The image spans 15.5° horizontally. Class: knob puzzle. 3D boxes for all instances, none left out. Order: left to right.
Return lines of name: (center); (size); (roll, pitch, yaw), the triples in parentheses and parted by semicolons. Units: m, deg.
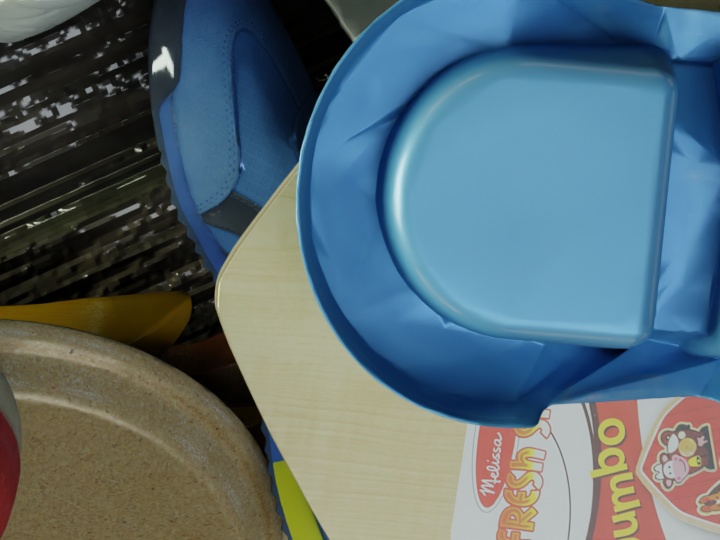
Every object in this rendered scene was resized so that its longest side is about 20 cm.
knob puzzle: (0.060, 0.015, 0.703); (0.218, 0.030, 0.221); (-1, 98, -6)

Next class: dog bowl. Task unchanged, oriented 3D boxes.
dog bowl: (0.081, -0.016, 0.661); (0.199, 0.050, 0.112); (5, 96, -7)

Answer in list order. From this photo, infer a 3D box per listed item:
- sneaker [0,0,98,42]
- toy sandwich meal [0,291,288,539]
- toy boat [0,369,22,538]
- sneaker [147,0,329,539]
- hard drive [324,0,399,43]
sneaker: (-0.026, -0.127, 0.703); (0.199, 0.072, 0.073); (-24, 103, -10)
toy sandwich meal: (-0.110, 0.072, 0.817); (0.204, 0.070, 0.206); (-4, 131, -5)
toy boat: (-0.168, 0.094, 0.694); (0.130, 0.131, 0.200); (17, 126, -16)
sneaker: (0.000, 0.000, 0.763); (0.078, 0.066, 0.201); (-10, 107, 26)
hard drive: (0.091, -0.113, 0.731); (0.200, 0.033, 0.140); (-36, 162, 9)
